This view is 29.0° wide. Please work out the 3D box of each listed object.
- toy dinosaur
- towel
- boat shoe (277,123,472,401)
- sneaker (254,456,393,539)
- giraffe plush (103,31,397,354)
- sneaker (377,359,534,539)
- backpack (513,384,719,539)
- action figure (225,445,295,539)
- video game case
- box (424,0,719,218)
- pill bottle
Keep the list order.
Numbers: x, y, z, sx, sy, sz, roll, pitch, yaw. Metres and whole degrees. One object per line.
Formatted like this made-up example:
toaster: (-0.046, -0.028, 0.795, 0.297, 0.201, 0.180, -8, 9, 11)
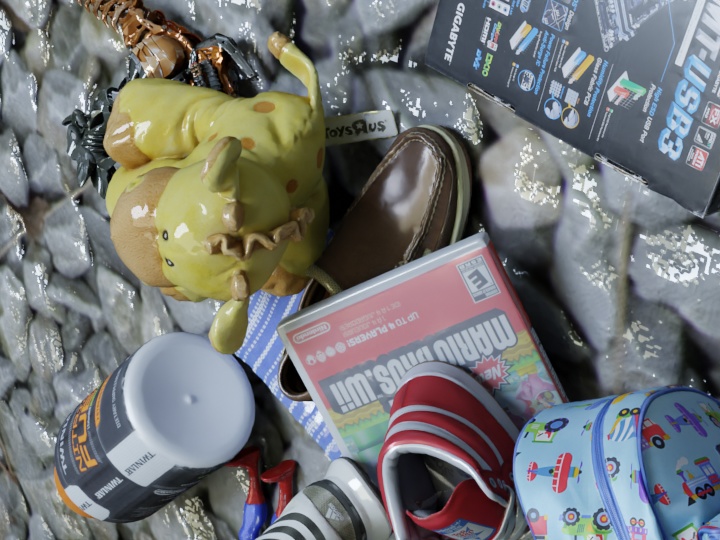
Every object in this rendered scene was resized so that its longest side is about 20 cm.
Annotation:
toy dinosaur: (-0.136, -0.125, 0.981, 0.136, 0.102, 0.200, -48, 52, 26)
towel: (-0.014, 0.064, 0.959, 0.200, 0.024, 0.145, 46, 130, 22)
boat shoe: (0.004, 0.003, 0.870, 0.075, 0.075, 0.203, 35, 117, 29)
sneaker: (-0.052, 0.194, 0.886, 0.076, 0.115, 0.201, 50, 155, 18)
giraffe plush: (-0.084, -0.035, 0.847, 0.200, 0.162, 0.173, -23, 110, 23)
sneaker: (0.089, 0.144, 0.777, 0.200, 0.113, 0.071, 40, 114, -2)
backpack: (0.176, 0.144, 0.710, 0.134, 0.182, 0.200, -35, 68, 36)
action figure: (-0.093, 0.245, 1.050, 0.065, 0.099, 0.201, 15, 117, 41)
video game case: (0.055, 0.092, 0.839, 0.143, 0.017, 0.200, -23, 102, 19)
box: (0.139, -0.160, 0.718, 0.198, 0.050, 0.200, 32, 124, 30)
pill bottle: (-0.169, 0.131, 1.066, 0.200, 0.106, 0.106, -39, 77, 49)
